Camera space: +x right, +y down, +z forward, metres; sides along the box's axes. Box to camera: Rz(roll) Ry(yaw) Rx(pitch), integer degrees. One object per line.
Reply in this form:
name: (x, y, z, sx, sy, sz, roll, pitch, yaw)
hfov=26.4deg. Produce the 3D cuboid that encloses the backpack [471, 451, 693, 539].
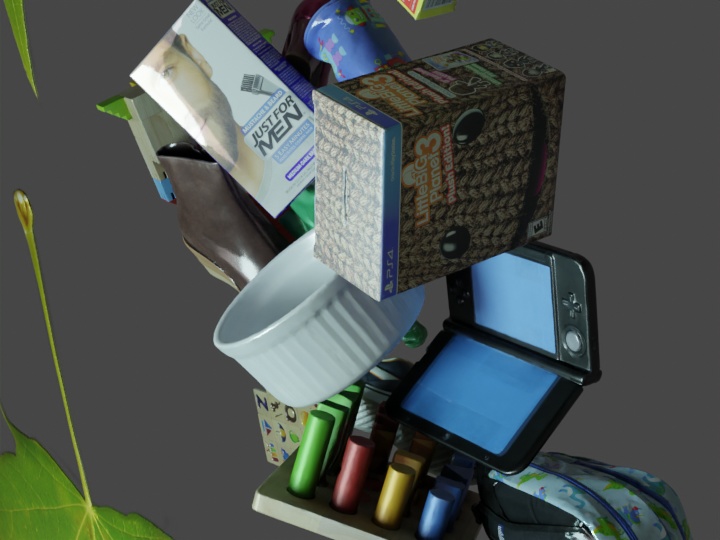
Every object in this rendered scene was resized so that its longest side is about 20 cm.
backpack: (0.201, 0.241, 1.365, 0.200, 0.153, 0.164, -175, 69, -79)

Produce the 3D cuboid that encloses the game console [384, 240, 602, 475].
game console: (0.112, 0.063, 1.406, 0.200, 0.116, 0.177, 21, 124, 50)

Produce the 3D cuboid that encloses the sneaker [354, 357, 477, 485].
sneaker: (0.057, 0.144, 1.582, 0.199, 0.079, 0.079, 28, 135, 14)

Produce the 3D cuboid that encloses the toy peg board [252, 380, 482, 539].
toy peg board: (0.027, 0.187, 1.461, 0.198, 0.200, 0.098, 18, 103, 10)

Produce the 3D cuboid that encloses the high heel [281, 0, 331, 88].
high heel: (-0.054, -0.211, 1.592, 0.067, 0.096, 0.200, 24, 157, -3)

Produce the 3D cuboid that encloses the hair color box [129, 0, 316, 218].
hair color box: (-0.112, -0.162, 1.489, 0.200, 0.065, 0.109, 44, 112, -3)

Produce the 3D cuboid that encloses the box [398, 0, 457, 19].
box: (0.020, -0.318, 1.397, 0.200, 0.050, 0.075, 51, 143, 28)

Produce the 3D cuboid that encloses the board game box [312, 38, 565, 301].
board game box: (0.066, -0.090, 1.312, 0.097, 0.199, 0.160, 34, 134, 43)

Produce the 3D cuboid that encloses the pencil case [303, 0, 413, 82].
pencil case: (0.024, -0.166, 1.450, 0.200, 0.078, 0.087, 57, 154, 19)

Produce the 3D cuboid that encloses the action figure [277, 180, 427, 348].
action figure: (0.000, 0.000, 1.587, 0.200, 0.055, 0.118, 52, 159, 7)

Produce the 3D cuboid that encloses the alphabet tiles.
alphabet tiles: (-0.068, 0.207, 1.861, 0.200, 0.006, 0.167, 11, 116, 54)

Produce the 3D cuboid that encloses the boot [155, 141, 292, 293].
boot: (-0.122, -0.044, 1.581, 0.199, 0.072, 0.167, 18, 141, 38)

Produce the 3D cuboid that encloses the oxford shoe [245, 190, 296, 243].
oxford shoe: (-0.069, -0.008, 1.687, 0.200, 0.071, 0.073, 55, 150, 22)

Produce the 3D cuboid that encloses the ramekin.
ramekin: (-0.033, 0.038, 1.460, 0.098, 0.201, 0.200, 49, 152, -16)

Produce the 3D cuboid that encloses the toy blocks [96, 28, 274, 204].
toy blocks: (-0.164, -0.158, 1.655, 0.100, 0.200, 0.137, 24, 140, 60)
